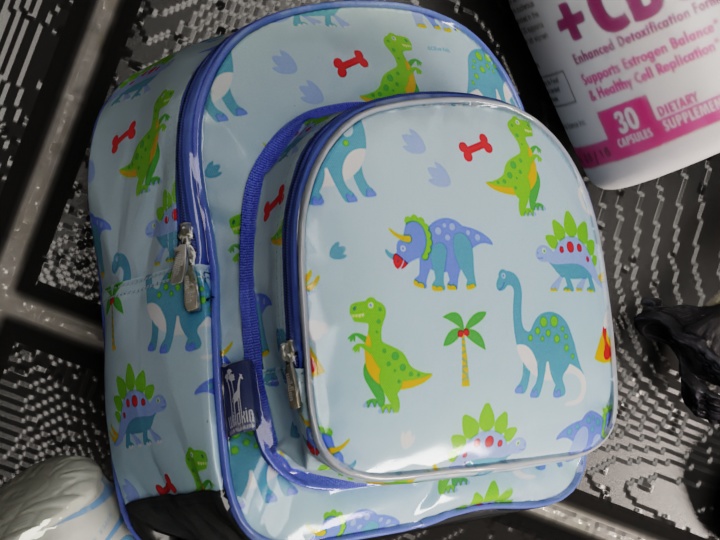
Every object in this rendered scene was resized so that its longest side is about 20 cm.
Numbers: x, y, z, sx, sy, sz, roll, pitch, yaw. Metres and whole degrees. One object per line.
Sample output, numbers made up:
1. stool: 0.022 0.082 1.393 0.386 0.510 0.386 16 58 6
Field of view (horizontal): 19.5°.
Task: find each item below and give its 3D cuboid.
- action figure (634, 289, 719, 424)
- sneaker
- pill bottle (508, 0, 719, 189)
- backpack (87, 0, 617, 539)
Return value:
1. action figure: 0.212 -0.017 0.893 0.102 0.119 0.200 39 78 24
2. sneaker: -0.167 0.145 0.770 0.200 0.072 0.073 -32 105 -15
3. pill bottle: 0.108 -0.144 0.860 0.113 0.113 0.200 -26 95 -19
4. backpack: 0.000 0.000 0.789 0.183 0.147 0.200 -4 80 -37
